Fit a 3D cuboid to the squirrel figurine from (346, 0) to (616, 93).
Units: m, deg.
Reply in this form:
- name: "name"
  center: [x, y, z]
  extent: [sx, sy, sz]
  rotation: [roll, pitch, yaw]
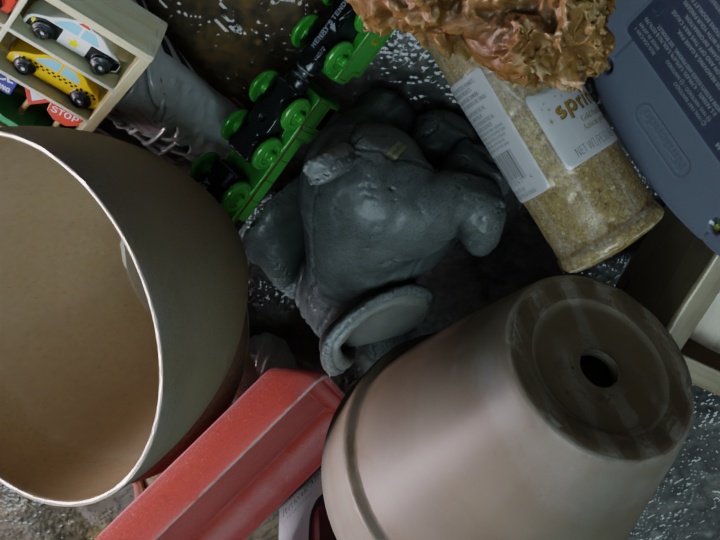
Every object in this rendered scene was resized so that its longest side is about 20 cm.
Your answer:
- name: "squirrel figurine"
  center: [0.088, -0.184, 0.654]
  extent: [0.186, 0.141, 0.201]
  rotation: [16, 83, -28]

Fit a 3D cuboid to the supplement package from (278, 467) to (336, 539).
- name: "supplement package"
  center: [0.048, 0.222, 0.923]
  extent: [0.147, 0.200, 0.191]
  rotation: [28, 123, -23]

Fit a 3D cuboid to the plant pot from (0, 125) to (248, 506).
- name: "plant pot"
  center: [-0.140, 0.010, 0.714]
  extent: [0.200, 0.134, 0.201]
  rotation: [11, 111, 31]

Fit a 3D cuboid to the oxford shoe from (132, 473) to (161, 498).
- name: "oxford shoe"
  center: [-0.126, 0.143, 0.933]
  extent: [0.074, 0.071, 0.200]
  rotation: [-4, 153, 7]

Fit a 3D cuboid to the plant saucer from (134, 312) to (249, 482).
- name: "plant saucer"
  center: [-0.173, 0.040, 0.838]
  extent: [0.200, 0.037, 0.201]
  rotation: [0, 85, 2]

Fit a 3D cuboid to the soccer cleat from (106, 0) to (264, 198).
- name: "soccer cleat"
  center: [-0.124, -0.103, 0.776]
  extent: [0.069, 0.085, 0.200]
  rotation: [-24, 121, 19]

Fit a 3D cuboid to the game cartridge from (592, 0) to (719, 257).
- name: "game cartridge"
  center: [0.205, -0.098, 0.708]
  extent: [0.133, 0.200, 0.041]
  rotation: [-42, 152, 29]

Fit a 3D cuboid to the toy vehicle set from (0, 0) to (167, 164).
- name: "toy vehicle set"
  center: [-0.215, -0.140, 0.673]
  extent: [0.200, 0.027, 0.124]
  rotation: [30, 143, -20]

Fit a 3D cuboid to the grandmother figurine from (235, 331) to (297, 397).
- name: "grandmother figurine"
  center: [-0.143, 0.064, 0.915]
  extent: [0.199, 0.061, 0.121]
  rotation: [5, 154, 2]

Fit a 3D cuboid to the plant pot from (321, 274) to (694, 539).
- name: "plant pot"
  center: [0.098, 0.095, 0.757]
  extent: [0.200, 0.200, 0.174]
  rotation: [21, 140, -11]

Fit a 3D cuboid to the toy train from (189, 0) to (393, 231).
- name: "toy train"
  center: [-0.046, -0.090, 0.771]
  extent: [0.042, 0.056, 0.200]
  rotation: [43, 104, 22]

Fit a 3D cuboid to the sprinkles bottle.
- name: "sprinkles bottle"
  center: [0.091, -0.098, 0.728]
  extent: [0.068, 0.068, 0.200]
  rotation: [-31, 91, 23]

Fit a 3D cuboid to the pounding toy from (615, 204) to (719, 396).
- name: "pounding toy"
  center: [0.282, 0.011, 0.820]
  extent: [0.200, 0.142, 0.184]
  rotation: [23, 113, -12]

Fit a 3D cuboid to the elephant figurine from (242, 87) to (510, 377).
- name: "elephant figurine"
  center: [0.000, 0.000, 0.808]
  extent: [0.155, 0.142, 0.200]
  rotation: [22, 122, -15]

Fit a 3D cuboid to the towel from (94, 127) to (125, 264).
- name: "towel"
  center: [-0.219, -0.008, 0.771]
  extent: [0.146, 0.030, 0.200]
  rotation: [33, 84, -30]

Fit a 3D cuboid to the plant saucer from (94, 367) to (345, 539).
- name: "plant saucer"
  center: [-0.090, 0.145, 0.879]
  extent: [0.200, 0.200, 0.037]
  rotation: [-44, 75, -4]
